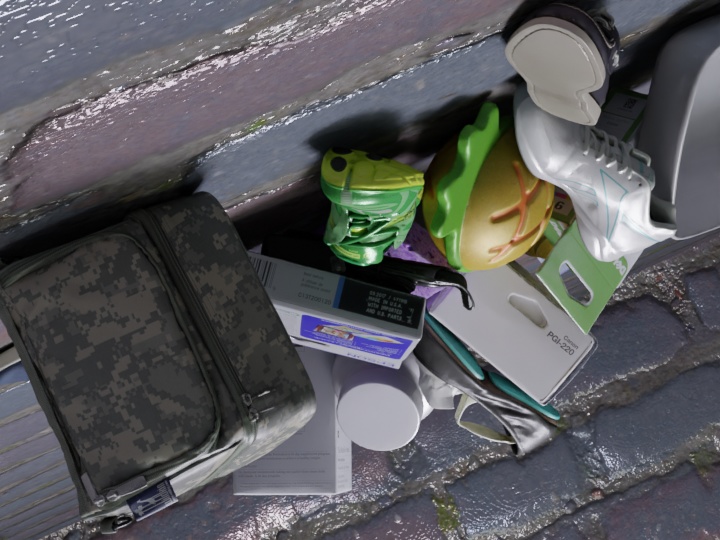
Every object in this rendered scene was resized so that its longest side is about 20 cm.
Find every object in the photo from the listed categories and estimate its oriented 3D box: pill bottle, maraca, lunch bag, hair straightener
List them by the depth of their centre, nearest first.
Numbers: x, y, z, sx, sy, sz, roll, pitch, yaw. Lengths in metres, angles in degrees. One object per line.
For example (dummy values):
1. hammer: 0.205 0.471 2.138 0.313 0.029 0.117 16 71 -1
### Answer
1. lunch bag: -0.150 0.064 1.060 0.168 0.200 0.139 -20 170 -34
2. maraca: 0.101 -0.067 1.265 0.107 0.137 0.200 19 176 20
3. hair straightener: 0.002 0.004 1.286 0.200 0.041 0.077 16 -166 24
4. pill bottle: 0.032 0.089 1.542 0.112 0.112 0.200 -29 -159 25

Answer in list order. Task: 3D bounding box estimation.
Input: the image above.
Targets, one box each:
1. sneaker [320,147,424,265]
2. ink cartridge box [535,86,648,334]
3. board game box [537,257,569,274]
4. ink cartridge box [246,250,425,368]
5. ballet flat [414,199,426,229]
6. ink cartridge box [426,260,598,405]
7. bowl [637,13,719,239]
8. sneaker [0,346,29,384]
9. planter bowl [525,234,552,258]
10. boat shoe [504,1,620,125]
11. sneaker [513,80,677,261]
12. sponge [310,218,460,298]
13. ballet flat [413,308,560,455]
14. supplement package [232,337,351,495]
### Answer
1. sneaker: 0.010 -0.045 1.186 0.074 0.084 0.200 17 178 11
2. ink cartridge box: 0.215 -0.055 1.376 0.200 0.059 0.104 -54 133 -13
3. board game box: 0.298 -0.094 1.631 0.200 0.041 0.200 -36 -174 37
4. ink cartridge box: -0.049 0.033 1.320 0.198 0.043 0.200 14 168 -1
5. ballet flat: 0.055 -0.038 1.471 0.062 0.068 0.200 -12 168 -14
6. ink cartridge box: 0.136 0.036 1.469 0.085 0.146 0.200 -50 -174 4
7. bowl: 0.316 -0.142 1.324 0.200 0.075 0.200 -21 132 -34
8. sneaker: -0.221 0.094 1.340 0.200 0.085 0.075 -9 171 -10
9. planter bowl: 0.196 -0.068 1.484 0.200 0.084 0.200 -20 159 -8
10. boat shoe: 0.150 -0.160 1.090 0.200 0.073 0.063 44 68 -75
11. sneaker: 0.192 -0.088 1.245 0.080 0.071 0.200 -14 135 35
12. sponge: 0.000 0.000 1.395 0.200 0.111 0.030 -35 -155 58
13. ballet flat: 0.102 0.112 1.441 0.068 0.200 0.068 -48 -161 10
14. supplement package: -0.070 0.132 1.597 0.109 0.200 0.114 -1 175 8
